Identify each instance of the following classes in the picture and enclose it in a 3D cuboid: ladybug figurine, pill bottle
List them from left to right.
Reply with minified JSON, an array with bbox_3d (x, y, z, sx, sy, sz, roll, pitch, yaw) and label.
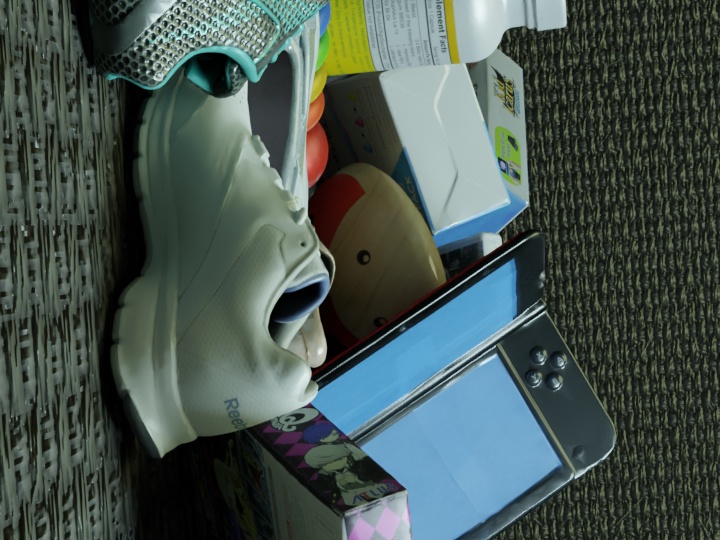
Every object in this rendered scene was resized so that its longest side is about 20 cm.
[{"bbox_3d":[0.000,0.000,1.066,0.200,0.071,0.137,-167,-121,-77],"label":"ladybug figurine"},{"bbox_3d":[0.021,-0.173,0.961,0.104,0.198,0.105,-5,90,-84],"label":"pill bottle"}]

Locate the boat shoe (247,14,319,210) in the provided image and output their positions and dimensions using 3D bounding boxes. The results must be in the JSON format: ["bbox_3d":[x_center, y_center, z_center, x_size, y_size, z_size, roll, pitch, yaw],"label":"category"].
[{"bbox_3d":[-0.058,-0.087,0.789,0.065,0.074,0.204,-88,178,-72],"label":"boat shoe"}]

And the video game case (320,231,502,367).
[{"bbox_3d":[0.036,0.083,1.134,0.199,0.023,0.184,-19,-110,52],"label":"video game case"}]

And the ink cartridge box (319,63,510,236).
[{"bbox_3d":[0.018,-0.089,1.154,0.200,0.067,0.116,4,-65,67],"label":"ink cartridge box"}]

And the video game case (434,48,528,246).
[{"bbox_3d":[0.051,-0.059,1.280,0.045,0.200,0.182,33,34,-21],"label":"video game case"}]

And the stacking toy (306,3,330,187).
[{"bbox_3d":[-0.051,-0.121,0.892,0.086,0.084,0.201,-88,177,-45],"label":"stacking toy"}]

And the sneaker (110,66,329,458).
[{"bbox_3d":[-0.055,-0.012,0.698,0.075,0.086,0.202,72,14,-57],"label":"sneaker"}]

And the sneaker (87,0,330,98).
[{"bbox_3d":[-0.053,-0.122,0.703,0.199,0.077,0.092,-13,112,-52],"label":"sneaker"}]

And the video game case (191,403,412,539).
[{"bbox_3d":[-0.023,0.151,0.723,0.181,0.036,0.202,33,-44,57],"label":"video game case"}]

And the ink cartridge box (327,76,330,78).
[{"bbox_3d":[0.009,-0.229,1.245,0.068,0.116,0.202,-88,171,-59],"label":"ink cartridge box"}]

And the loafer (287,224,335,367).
[{"bbox_3d":[-0.040,0.012,0.900,0.200,0.062,0.073,-78,163,-67],"label":"loafer"}]

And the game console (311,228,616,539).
[{"bbox_3d":[0.054,0.096,0.963,0.173,0.199,0.119,58,-8,-8],"label":"game console"}]
